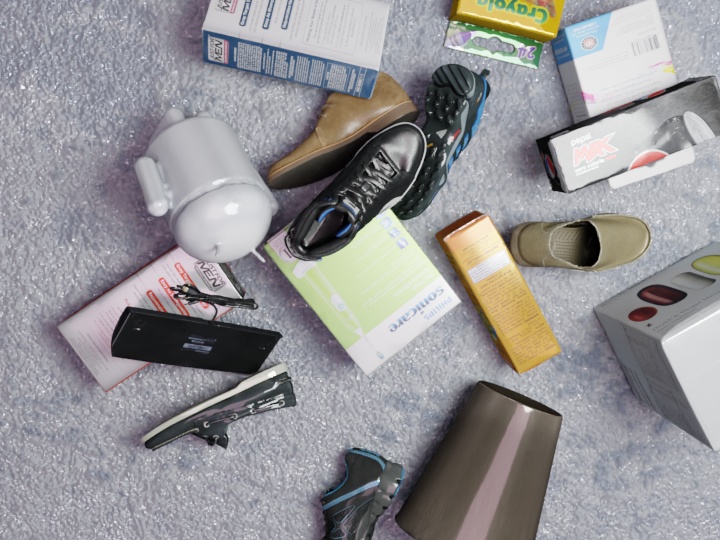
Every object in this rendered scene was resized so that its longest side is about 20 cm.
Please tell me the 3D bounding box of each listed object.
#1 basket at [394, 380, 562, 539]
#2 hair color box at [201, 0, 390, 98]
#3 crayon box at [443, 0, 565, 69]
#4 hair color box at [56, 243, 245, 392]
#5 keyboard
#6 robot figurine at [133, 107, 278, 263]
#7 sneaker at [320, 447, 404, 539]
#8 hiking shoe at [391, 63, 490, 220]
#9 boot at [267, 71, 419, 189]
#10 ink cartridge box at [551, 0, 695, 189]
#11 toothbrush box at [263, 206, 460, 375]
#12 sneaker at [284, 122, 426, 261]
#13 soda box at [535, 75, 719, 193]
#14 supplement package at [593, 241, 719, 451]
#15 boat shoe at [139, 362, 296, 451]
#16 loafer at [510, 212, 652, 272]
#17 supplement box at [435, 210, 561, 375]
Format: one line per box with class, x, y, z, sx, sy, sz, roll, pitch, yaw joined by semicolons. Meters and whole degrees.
basket;0.163;0.251;0.986;0.180;0.136;0.200;22;92;-2
hair color box;-0.073;-0.273;0.909;0.200;0.061;0.100;12;65;-6
crayon box;0.184;-0.355;0.944;0.125;0.052;0.200;11;97;-6
hair color box;-0.249;0.046;0.957;0.200;0.061;0.102;-33;100;1
keyboard;-0.181;0.067;0.925;0.200;0.021;0.127;13;125;-37
robot figurine;-0.170;-0.091;0.891;0.113;0.169;0.200;-50;57;39
sneaker;-0.019;0.323;1.018;0.082;0.073;0.200;27;89;9
hiking shoe;0.100;-0.147;0.953;0.074;0.087;0.200;41;118;27
boot;-0.033;-0.166;0.952;0.200;0.074;0.076;-31;80;-4
ink cartridge box;0.319;-0.211;0.965;0.115;0.068;0.200;-18;99;0
toothbrush box;0.000;0.000;0.959;0.146;0.086;0.200;-39;98;1
sneaker;0.003;-0.079;0.850;0.073;0.112;0.200;45;91;-8
soda box;0.310;-0.154;0.907;0.200;0.063;0.071;-21;99;1
supplement package;0.424;0.079;0.947;0.191;0.200;0.147;-29;98;-1
boat shoe;-0.170;0.185;0.977;0.199;0.075;0.066;-26;87;-10
loafer;0.282;-0.030;0.971;0.200;0.067;0.076;-7;100;-20
supplement box;0.171;0.027;0.987;0.069;0.067;0.200;-32;98;0
